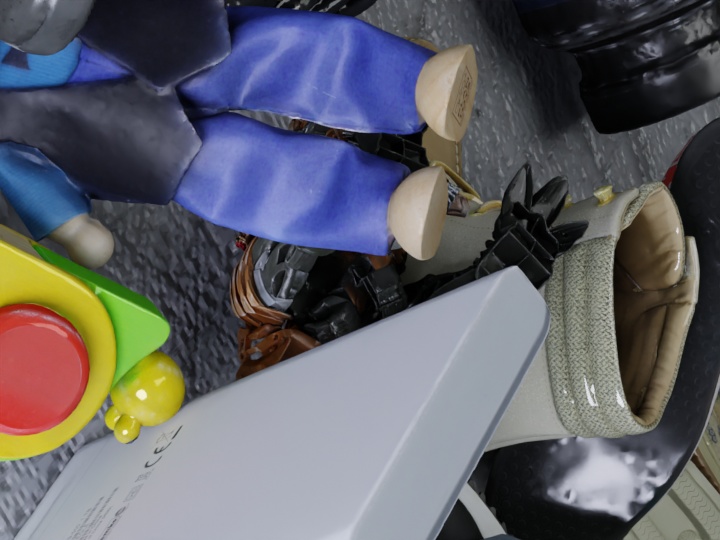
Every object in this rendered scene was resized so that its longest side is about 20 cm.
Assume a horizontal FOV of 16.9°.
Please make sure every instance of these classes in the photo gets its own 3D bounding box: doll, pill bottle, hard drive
[{"bbox_3d":[-0.064,-0.065,0.794,0.048,0.199,0.137,17,85,-80],"label":"doll"},{"bbox_3d":[0.109,-0.170,1.104,0.112,0.112,0.201,-37,107,-52],"label":"pill bottle"},{"bbox_3d":[-0.043,0.074,0.741,0.027,0.200,0.132,51,42,-17],"label":"hard drive"}]

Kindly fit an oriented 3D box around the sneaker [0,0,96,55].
[{"bbox_3d":[-0.167,-0.140,0.744,0.115,0.075,0.200,-6,51,-42],"label":"sneaker"}]

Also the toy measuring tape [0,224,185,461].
[{"bbox_3d":[-0.145,0.009,0.761,0.200,0.074,0.074,28,55,-25],"label":"toy measuring tape"}]

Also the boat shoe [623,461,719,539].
[{"bbox_3d":[0.088,0.068,1.038,0.072,0.068,0.200,-31,89,-29],"label":"boat shoe"}]

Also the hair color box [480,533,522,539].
[{"bbox_3d":[0.085,0.158,0.806,0.060,0.200,0.099,-12,101,-28],"label":"hair color box"}]

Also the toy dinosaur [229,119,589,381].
[{"bbox_3d":[0.000,0.000,0.877,0.102,0.136,0.201,15,57,-38],"label":"toy dinosaur"}]

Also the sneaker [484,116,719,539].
[{"bbox_3d":[0.120,0.032,0.989,0.202,0.067,0.108,-62,172,3],"label":"sneaker"}]

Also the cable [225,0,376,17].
[{"bbox_3d":[-0.058,-0.183,0.901,0.163,0.051,0.201,-20,82,-27],"label":"cable"}]

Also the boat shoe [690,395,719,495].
[{"bbox_3d":[0.148,0.092,1.091,0.063,0.073,0.201,-26,98,-50],"label":"boat shoe"}]

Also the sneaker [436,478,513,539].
[{"bbox_3d":[0.022,0.138,0.911,0.200,0.070,0.090,47,42,-34],"label":"sneaker"}]

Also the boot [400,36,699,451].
[{"bbox_3d":[0.056,-0.016,0.940,0.072,0.154,0.201,30,55,-42],"label":"boot"}]
